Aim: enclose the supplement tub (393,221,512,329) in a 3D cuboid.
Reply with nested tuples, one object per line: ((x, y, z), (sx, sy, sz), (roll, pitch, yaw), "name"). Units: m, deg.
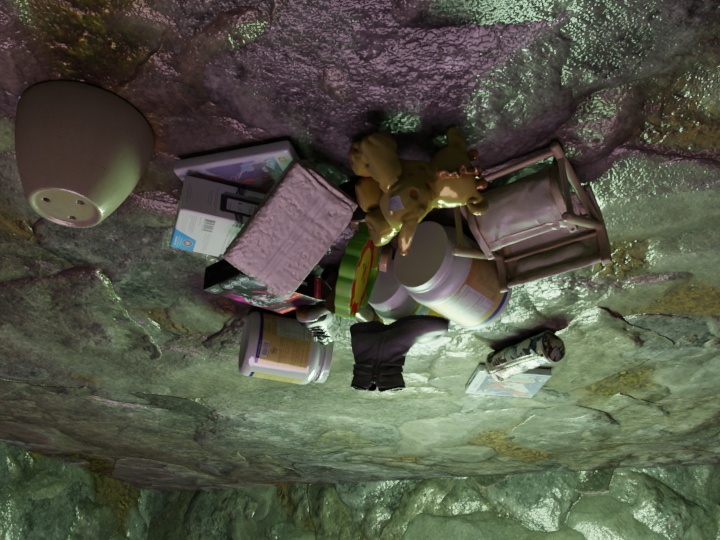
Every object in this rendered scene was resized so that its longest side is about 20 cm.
((0.167, 0.009, 1.236), (0.143, 0.147, 0.198), (-22, 143, 38), "supplement tub")

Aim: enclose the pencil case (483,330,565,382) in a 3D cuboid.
((0.390, 0.209, 1.646), (0.088, 0.079, 0.199), (-8, 163, -41), "pencil case")

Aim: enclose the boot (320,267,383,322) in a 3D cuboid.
((-0.007, 0.073, 1.352), (0.070, 0.201, 0.146), (-42, 119, 7), "boot")

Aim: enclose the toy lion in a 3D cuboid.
((0.000, 0.000, 1.174), (0.067, 0.195, 0.201), (14, 154, 11), "toy lion")

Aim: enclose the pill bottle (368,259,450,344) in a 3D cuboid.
((0.093, 0.062, 1.371), (0.112, 0.116, 0.199), (-15, 146, 29), "pill bottle")

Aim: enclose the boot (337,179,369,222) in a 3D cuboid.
((0.032, -0.108, 1.114), (0.196, 0.075, 0.076), (-10, 160, 10), "boot")

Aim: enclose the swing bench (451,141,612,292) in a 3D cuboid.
((0.271, -0.074, 1.103), (0.196, 0.132, 0.199), (-18, 151, 32), "swing bench")

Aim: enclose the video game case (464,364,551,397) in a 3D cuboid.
((0.402, 0.306, 1.883), (0.195, 0.023, 0.183), (4, 151, -3), "video game case")

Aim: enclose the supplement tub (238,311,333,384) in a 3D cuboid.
((-0.172, 0.181, 1.574), (0.196, 0.148, 0.146), (12, 150, -17), "supplement tub")

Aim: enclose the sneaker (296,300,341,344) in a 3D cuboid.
((-0.077, 0.112, 1.421), (0.074, 0.090, 0.200), (-1, 180, 15), "sneaker")

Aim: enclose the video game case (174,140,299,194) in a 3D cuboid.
((-0.174, -0.132, 1.120), (0.196, 0.023, 0.183), (-6, 150, 16), "video game case")

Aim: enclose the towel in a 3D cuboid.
((-0.108, -0.063, 1.059), (0.132, 0.035, 0.201), (35, 102, -25), "towel")

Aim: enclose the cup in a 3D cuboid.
((-0.411, -0.150, 0.997), (0.195, 0.146, 0.201), (1, 152, 1), "cup")

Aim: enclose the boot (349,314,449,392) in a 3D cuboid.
((0.076, 0.160, 1.281), (0.196, 0.134, 0.070), (-9, 159, 10), "boot")

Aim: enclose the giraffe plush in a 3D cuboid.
((0.092, -0.128, 0.991), (0.159, 0.200, 0.176), (-19, 113, -15), "giraffe plush")

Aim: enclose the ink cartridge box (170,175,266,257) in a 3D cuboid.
((-0.200, -0.074, 1.115), (0.196, 0.069, 0.116), (12, 148, -18), "ink cartridge box")

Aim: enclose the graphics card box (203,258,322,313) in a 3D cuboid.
((-0.184, 0.026, 1.305), (0.124, 0.052, 0.198), (-18, 151, 41), "graphics card box")
